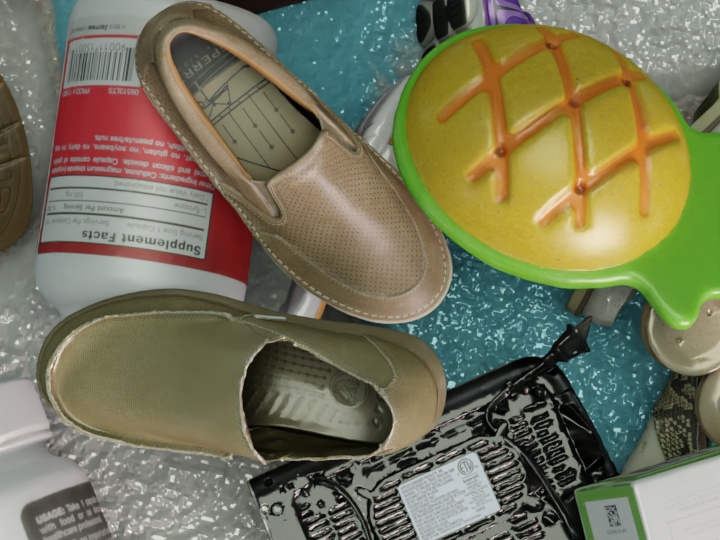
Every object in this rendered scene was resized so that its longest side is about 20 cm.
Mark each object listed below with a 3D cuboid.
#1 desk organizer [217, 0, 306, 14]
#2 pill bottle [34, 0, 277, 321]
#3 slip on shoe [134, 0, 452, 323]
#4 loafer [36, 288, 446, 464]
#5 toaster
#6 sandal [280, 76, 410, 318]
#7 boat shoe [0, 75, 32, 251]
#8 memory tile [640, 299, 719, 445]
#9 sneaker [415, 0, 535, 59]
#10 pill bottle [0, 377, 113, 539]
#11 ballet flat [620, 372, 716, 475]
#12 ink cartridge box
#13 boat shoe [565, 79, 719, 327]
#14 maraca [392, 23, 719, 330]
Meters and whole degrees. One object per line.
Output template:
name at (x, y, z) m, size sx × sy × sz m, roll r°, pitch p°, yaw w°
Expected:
desk organizer at (-0.048, -0.186, 0.998) m, size 0.076 × 0.200 × 0.072 m, roll -15°, pitch 85°, yaw -3°
pill bottle at (-0.109, -0.036, 1.020) m, size 0.111 × 0.112 × 0.202 m, roll 8°, pitch 84°, yaw -3°
slip on shoe at (-0.030, -0.050, 0.952) m, size 0.076 × 0.061 × 0.200 m, roll -41°, pitch 101°, yaw -5°
loafer at (-0.060, 0.051, 0.927) m, size 0.198 × 0.067 × 0.077 m, roll 1°, pitch 98°, yaw 7°
toaster at (0.058, 0.150, 1.007) m, size 0.199 × 0.119 × 0.182 m, roll -24°, pitch 86°, yaw -6°
sandal at (-0.001, 0.000, 1.039) m, size 0.059 × 0.079 × 0.208 m, roll 23°, pitch 89°, yaw -6°
boat shoe at (-0.232, -0.104, 1.046) m, size 0.071 × 0.064 × 0.201 m, roll -24°, pitch 104°, yaw -15°
memory tile at (0.255, 0.025, 0.999) m, size 0.199 × 0.017 × 0.154 m, roll -34°, pitch 96°, yaw -2°
sneaker at (0.085, -0.104, 1.071) m, size 0.083 × 0.081 × 0.201 m, roll -15°, pitch 94°, yaw -18°
pill bottle at (-0.175, 0.164, 0.993) m, size 0.113 × 0.114 × 0.201 m, roll -22°, pitch 85°, yaw -6°
ballet flat at (0.176, 0.133, 1.035) m, size 0.075 × 0.068 × 0.201 m, roll -18°, pitch 67°, yaw 17°
ink cartridge box at (0.182, 0.186, 0.934) m, size 0.103 × 0.059 × 0.201 m, roll -13°, pitch 85°, yaw -26°
boat shoe at (0.191, -0.043, 1.059) m, size 0.068 × 0.075 × 0.200 m, roll 38°, pitch 83°, yaw 5°
maraca at (0.112, -0.049, 0.969) m, size 0.199 × 0.107 × 0.138 m, roll 25°, pitch 68°, yaw 2°
